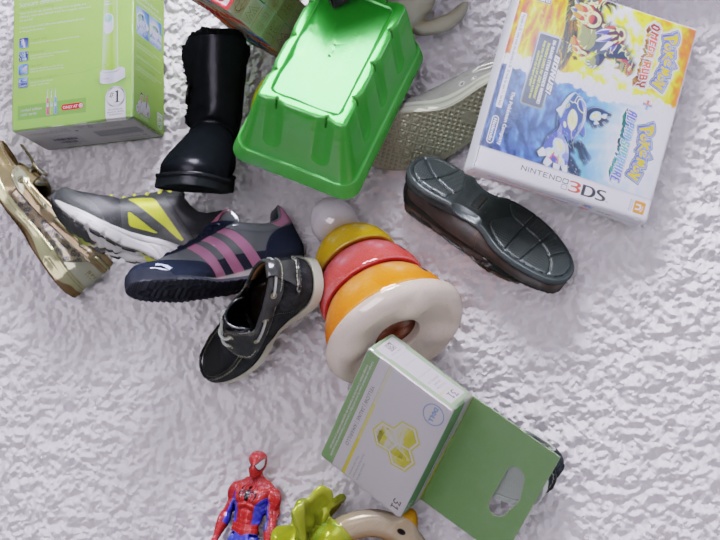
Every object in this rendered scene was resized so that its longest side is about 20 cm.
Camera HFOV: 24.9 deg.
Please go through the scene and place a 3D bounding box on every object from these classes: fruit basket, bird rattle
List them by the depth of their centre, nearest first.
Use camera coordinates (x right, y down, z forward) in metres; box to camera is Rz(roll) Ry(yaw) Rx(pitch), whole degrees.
[{"bbox_3d":[-0.007,0.306,1.573,0.162,0.113,0.201,-10,79,-2],"label":"bird rattle"},{"bbox_3d":[-0.040,-0.166,1.630,0.155,0.216,0.217,21,87,8],"label":"fruit basket"}]

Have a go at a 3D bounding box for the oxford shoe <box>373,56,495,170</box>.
[{"bbox_3d":[0.086,-0.159,1.652,0.199,0.075,0.058,-24,32,20],"label":"oxford shoe"}]

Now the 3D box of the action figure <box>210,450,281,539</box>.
[{"bbox_3d":[-0.119,0.281,1.638,0.065,0.052,0.201,6,79,22],"label":"action figure"}]

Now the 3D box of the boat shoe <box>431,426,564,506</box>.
[{"bbox_3d":[0.102,0.168,1.582,0.199,0.060,0.076,25,122,23],"label":"boat shoe"}]

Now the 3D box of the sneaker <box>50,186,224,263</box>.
[{"bbox_3d":[-0.225,-0.051,1.709,0.199,0.074,0.085,22,73,-6],"label":"sneaker"}]

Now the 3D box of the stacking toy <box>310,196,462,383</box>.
[{"bbox_3d":[0.000,0.000,1.623,0.146,0.146,0.200,-35,57,9],"label":"stacking toy"}]

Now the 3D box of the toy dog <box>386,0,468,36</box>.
[{"bbox_3d":[0.043,-0.356,1.659,0.193,0.140,0.201,26,88,7],"label":"toy dog"}]

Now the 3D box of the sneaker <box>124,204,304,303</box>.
[{"bbox_3d":[-0.152,-0.018,1.649,0.070,0.199,0.082,-38,64,55],"label":"sneaker"}]

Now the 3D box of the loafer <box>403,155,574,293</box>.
[{"bbox_3d":[0.125,-0.037,1.620,0.200,0.063,0.072,38,51,19],"label":"loafer"}]

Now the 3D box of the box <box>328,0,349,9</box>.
[{"bbox_3d":[0.021,-0.368,1.575,0.199,0.048,0.159,-28,71,-4],"label":"box"}]

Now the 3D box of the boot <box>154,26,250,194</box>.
[{"bbox_3d":[-0.158,-0.162,1.643,0.076,0.200,0.169,4,94,3],"label":"boot"}]

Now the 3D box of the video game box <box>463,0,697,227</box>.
[{"bbox_3d":[0.214,-0.164,1.577,0.181,0.047,0.201,16,85,-10],"label":"video game box"}]

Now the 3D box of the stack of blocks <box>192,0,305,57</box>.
[{"bbox_3d":[-0.125,-0.282,1.661,0.115,0.200,0.059,33,91,22],"label":"stack of blocks"}]

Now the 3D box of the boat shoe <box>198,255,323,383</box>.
[{"bbox_3d":[-0.116,0.048,1.631,0.200,0.067,0.072,-45,56,41],"label":"boat shoe"}]

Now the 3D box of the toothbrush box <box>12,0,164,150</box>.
[{"bbox_3d":[-0.294,-0.243,1.769,0.145,0.086,0.201,-6,79,17],"label":"toothbrush box"}]

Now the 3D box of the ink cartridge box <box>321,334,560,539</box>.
[{"bbox_3d":[0.071,0.175,1.537,0.200,0.048,0.146,37,126,18],"label":"ink cartridge box"}]

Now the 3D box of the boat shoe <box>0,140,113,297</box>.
[{"bbox_3d":[-0.342,-0.066,1.764,0.063,0.073,0.200,-35,83,2],"label":"boat shoe"}]
